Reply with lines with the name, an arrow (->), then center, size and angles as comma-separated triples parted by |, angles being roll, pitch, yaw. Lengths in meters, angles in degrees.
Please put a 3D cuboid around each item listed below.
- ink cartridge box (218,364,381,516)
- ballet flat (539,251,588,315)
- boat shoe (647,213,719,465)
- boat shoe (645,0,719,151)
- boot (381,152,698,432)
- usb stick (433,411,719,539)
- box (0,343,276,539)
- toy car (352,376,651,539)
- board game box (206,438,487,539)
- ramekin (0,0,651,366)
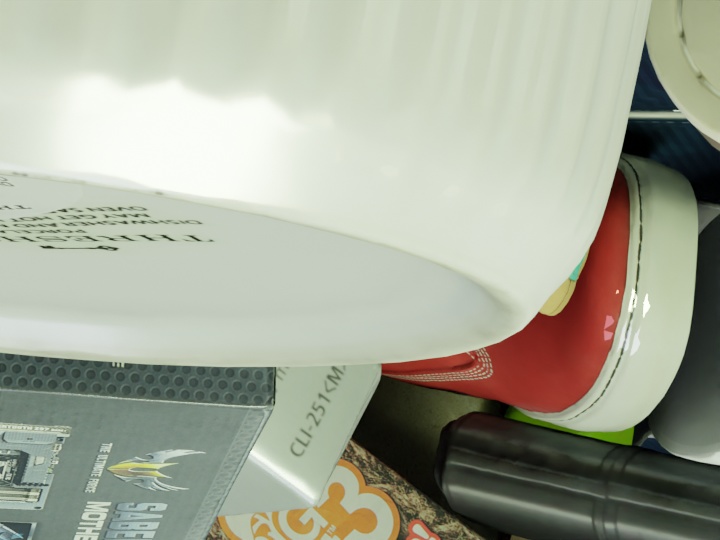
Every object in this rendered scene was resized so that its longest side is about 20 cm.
ink cartridge box -> -0.113, 0.001, 0.704 | 0.173, 0.044, 0.200 | 37, 157, -22
ballet flat -> -0.032, -0.015, 0.711 | 0.199, 0.063, 0.069 | -1, 169, 31
boat shoe -> 0.138, 0.013, 0.712 | 0.065, 0.072, 0.200 | 16, 160, -18
boat shoe -> 0.149, -0.035, 0.498 | 0.199, 0.072, 0.060 | -1, 166, 3
boot -> 0.000, 0.000, 0.773 | 0.143, 0.073, 0.200 | 10, 173, -17
usb stick -> 0.114, 0.072, 0.764 | 0.199, 0.033, 0.055 | 11, 169, 25
box -> -0.109, 0.034, 0.578 | 0.157, 0.051, 0.200 | 5, 157, -10
toy car -> 0.032, 0.061, 0.996 | 0.163, 0.159, 0.200 | 18, -158, 22
board game box -> -0.007, 0.143, 0.832 | 0.200, 0.097, 0.159 | 37, 150, -3
ramekin -> -0.049, -0.050, 0.412 | 0.199, 0.106, 0.200 | 5, 170, 1
